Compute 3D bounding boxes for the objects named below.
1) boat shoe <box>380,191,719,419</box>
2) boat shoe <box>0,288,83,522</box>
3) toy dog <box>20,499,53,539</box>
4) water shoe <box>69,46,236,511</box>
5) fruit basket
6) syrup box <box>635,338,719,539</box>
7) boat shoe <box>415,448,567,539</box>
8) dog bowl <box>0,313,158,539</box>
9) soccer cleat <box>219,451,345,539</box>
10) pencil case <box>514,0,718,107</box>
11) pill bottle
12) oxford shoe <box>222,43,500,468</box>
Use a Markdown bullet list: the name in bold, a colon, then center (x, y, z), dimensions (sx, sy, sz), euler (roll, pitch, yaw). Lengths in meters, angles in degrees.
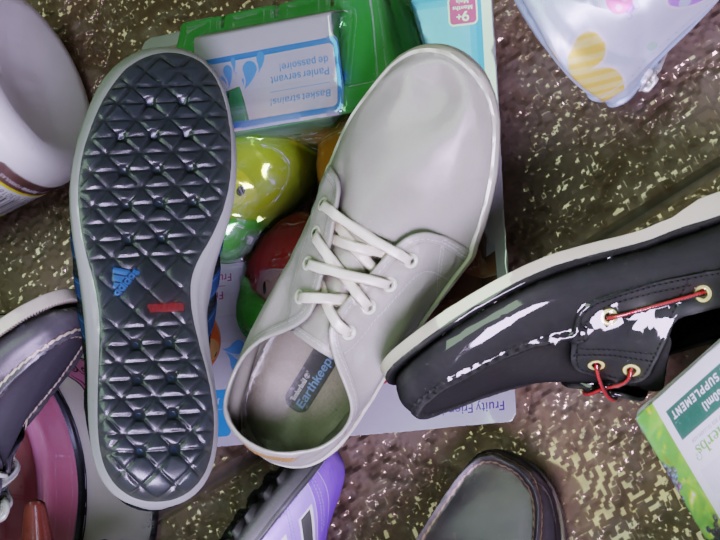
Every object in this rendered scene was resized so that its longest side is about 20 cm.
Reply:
- **boat shoe**: center (0.107, 0.020, 0.779), dimensions (0.200, 0.074, 0.064), euler (-20, 74, -5)
- **boat shoe**: center (-0.177, 0.094, 0.861), dimensions (0.063, 0.073, 0.200), euler (47, 107, 18)
- **toy dog**: center (-0.161, 0.179, 0.850), dimensions (0.200, 0.131, 0.097), euler (-39, 46, 30)
- **water shoe**: center (-0.097, 0.004, 0.832), dimensions (0.071, 0.079, 0.202), euler (5, 80, -13)
- **fruit basket**: center (-0.022, -0.025, 0.865), dimensions (0.184, 0.094, 0.202), euler (-6, 76, 25)
- **syrup box**: center (0.201, 0.113, 0.728), dimensions (0.079, 0.081, 0.201), euler (-50, 60, 43)
- **boat shoe**: center (0.031, 0.173, 0.814), dimensions (0.074, 0.073, 0.202), euler (19, 85, 24)
- **dog bowl**: center (-0.203, 0.117, 0.946), dimensions (0.199, 0.074, 0.202), euler (-5, 79, 26)
- **soccer cleat**: center (-0.052, 0.172, 0.875), dimensions (0.073, 0.068, 0.201), euler (31, 88, -1)
- **pencil case**: center (0.152, -0.160, 0.811), dimensions (0.200, 0.083, 0.091), euler (-40, 70, 15)
- **pill bottle**: center (-0.245, -0.059, 0.977), dimensions (0.199, 0.109, 0.110), euler (-24, 71, 21)
- **oxford shoe**: center (0.000, 0.000, 0.798), dimensions (0.075, 0.058, 0.201), euler (30, 105, 13)
